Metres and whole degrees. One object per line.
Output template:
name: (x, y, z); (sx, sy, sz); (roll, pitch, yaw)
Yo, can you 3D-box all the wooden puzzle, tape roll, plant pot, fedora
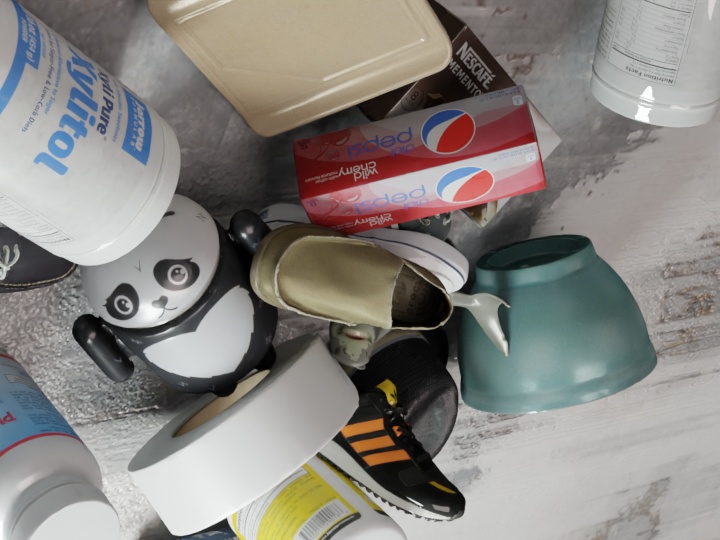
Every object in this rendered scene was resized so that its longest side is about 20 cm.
wooden puzzle: (-0.043, -0.194, 1.221); (0.184, 0.037, 0.200); (-20, 147, 14)
tape roll: (-0.100, 0.139, 1.358); (0.202, 0.202, 0.071); (-37, 97, -15)
plant pot: (0.184, 0.043, 1.565); (0.200, 0.200, 0.135); (-20, 104, -29)
fedora: (0.030, 0.143, 1.553); (0.200, 0.092, 0.201); (-22, 132, -28)

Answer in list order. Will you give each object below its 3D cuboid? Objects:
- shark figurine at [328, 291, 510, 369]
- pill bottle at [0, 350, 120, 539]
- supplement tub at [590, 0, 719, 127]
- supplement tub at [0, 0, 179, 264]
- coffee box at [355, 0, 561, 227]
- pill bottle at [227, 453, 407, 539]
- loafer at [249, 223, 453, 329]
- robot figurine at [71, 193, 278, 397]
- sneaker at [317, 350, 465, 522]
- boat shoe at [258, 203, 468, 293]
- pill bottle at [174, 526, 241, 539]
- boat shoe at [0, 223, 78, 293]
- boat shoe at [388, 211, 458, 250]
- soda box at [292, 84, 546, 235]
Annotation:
shark figurine: (0.031, 0.054, 1.445); (0.214, 0.128, 0.090); (-12, 124, -40)
pill bottle: (-0.268, 0.153, 1.216); (0.108, 0.200, 0.109); (-23, 132, -28)
supplement tub: (0.296, -0.251, 1.470); (0.131, 0.132, 0.201); (-15, 129, -33)
supplement tub: (-0.235, -0.101, 1.100); (0.132, 0.132, 0.200); (-52, 139, 2)
coffee box: (0.080, -0.141, 1.396); (0.113, 0.080, 0.200); (-47, 139, 2)
pill bottle: (-0.055, 0.226, 1.457); (0.111, 0.200, 0.112); (-22, 130, -29)
loafer: (0.000, 0.008, 1.294); (0.199, 0.067, 0.077); (8, 93, -40)
robot figurine: (-0.143, 0.024, 1.287); (0.151, 0.124, 0.200); (-64, 145, -23)
sneaker: (0.022, 0.152, 1.456); (0.090, 0.200, 0.070); (-61, 164, 10)
boat shoe: (0.000, 0.000, 1.385); (0.199, 0.066, 0.074); (12, 149, -13)
pill bottle: (-0.121, 0.308, 1.524); (0.199, 0.120, 0.120); (-6, 123, -39)
boat shoe: (-0.291, -0.005, 1.183); (0.199, 0.063, 0.073); (5, 115, -44)
boat shoe: (0.054, -0.050, 1.438); (0.061, 0.073, 0.200); (-17, 142, 2)
soda box: (0.049, -0.087, 1.303); (0.199, 0.064, 0.070); (-14, 147, 7)
